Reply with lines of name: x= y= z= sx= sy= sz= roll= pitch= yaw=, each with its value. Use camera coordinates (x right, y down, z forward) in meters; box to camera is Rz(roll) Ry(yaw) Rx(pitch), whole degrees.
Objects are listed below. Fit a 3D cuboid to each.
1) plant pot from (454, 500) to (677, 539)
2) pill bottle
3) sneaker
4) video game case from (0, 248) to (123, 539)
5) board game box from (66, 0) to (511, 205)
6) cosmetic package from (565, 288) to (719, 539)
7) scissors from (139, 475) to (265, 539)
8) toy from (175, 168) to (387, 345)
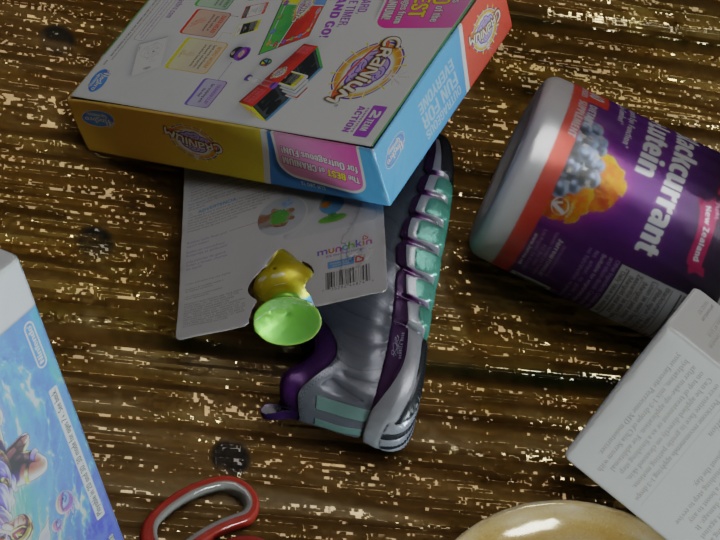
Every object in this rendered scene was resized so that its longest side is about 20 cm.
plant pot: x=0.116 y=0.215 z=1.246 sx=0.199 sy=0.028 sz=0.201 roll=8 pitch=57 yaw=-13
pill bottle: x=0.172 y=-0.020 z=1.356 sx=0.199 sy=0.112 sz=0.112 roll=24 pitch=55 yaw=-3
sneaker: x=0.000 y=0.000 z=1.314 sx=0.087 sy=0.075 sz=0.201 roll=10 pitch=54 yaw=0
video game case: x=-0.202 y=0.118 z=1.104 sx=0.045 sy=0.201 sz=0.181 roll=17 pitch=46 yaw=40
board game box: x=-0.039 y=-0.114 z=1.326 sx=0.199 sy=0.040 sz=0.153 roll=12 pitch=50 yaw=30
cosmetic package: x=0.221 y=0.115 z=1.286 sx=0.200 sy=0.102 sz=0.071 roll=40 pitch=27 yaw=6
scissors: x=-0.124 y=0.168 z=1.205 sx=0.199 sy=0.014 sz=0.073 roll=-26 pitch=73 yaw=-29
toy: x=-0.038 y=-0.034 z=1.310 sx=0.114 sy=0.047 sz=0.201 roll=-14 pitch=39 yaw=11
